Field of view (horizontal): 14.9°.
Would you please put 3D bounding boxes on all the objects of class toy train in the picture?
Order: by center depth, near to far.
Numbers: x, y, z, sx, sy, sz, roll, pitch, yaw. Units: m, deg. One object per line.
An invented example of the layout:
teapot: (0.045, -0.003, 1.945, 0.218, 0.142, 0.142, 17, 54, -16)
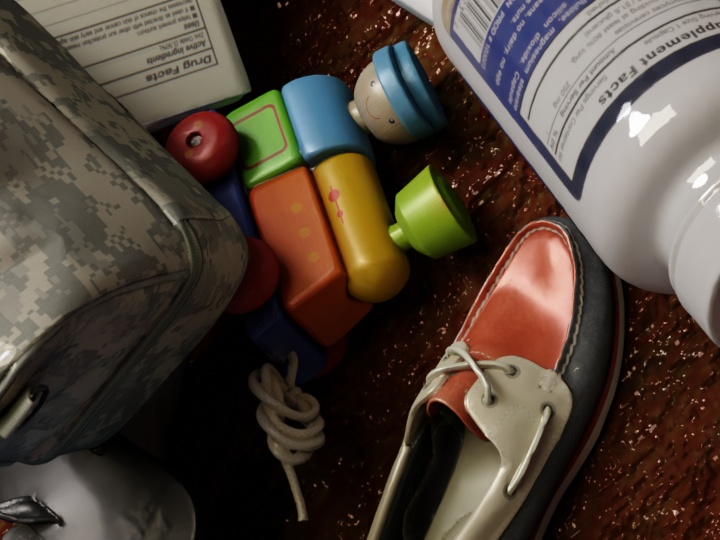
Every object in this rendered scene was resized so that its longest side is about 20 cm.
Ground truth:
toy train: (0.000, 0.000, 1.167, 0.115, 0.085, 0.201, -28, 54, 13)

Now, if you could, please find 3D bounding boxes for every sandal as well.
sandal: (-0.148, 0.078, 1.189, 0.199, 0.045, 0.076, 26, 96, 36)

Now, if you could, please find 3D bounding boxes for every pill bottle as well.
pill bottle: (0.118, -0.062, 1.063, 0.111, 0.111, 0.200, -47, 49, 15)

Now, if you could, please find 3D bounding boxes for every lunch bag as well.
lunch bag: (-0.168, -0.020, 1.091, 0.200, 0.168, 0.139, 46, 105, 11)

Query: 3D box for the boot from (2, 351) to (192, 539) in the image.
boot: (-0.088, 0.113, 1.206, 0.131, 0.070, 0.201, 27, 102, 41)

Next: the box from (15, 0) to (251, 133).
box: (-0.150, -0.150, 1.244, 0.109, 0.127, 0.201, -7, 102, 71)

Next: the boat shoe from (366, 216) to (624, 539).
boat shoe: (0.048, 0.068, 1.102, 0.071, 0.062, 0.201, 13, 79, 45)

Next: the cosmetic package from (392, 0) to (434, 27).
cosmetic package: (0.067, -0.204, 1.210, 0.151, 0.052, 0.201, 36, 96, 42)
